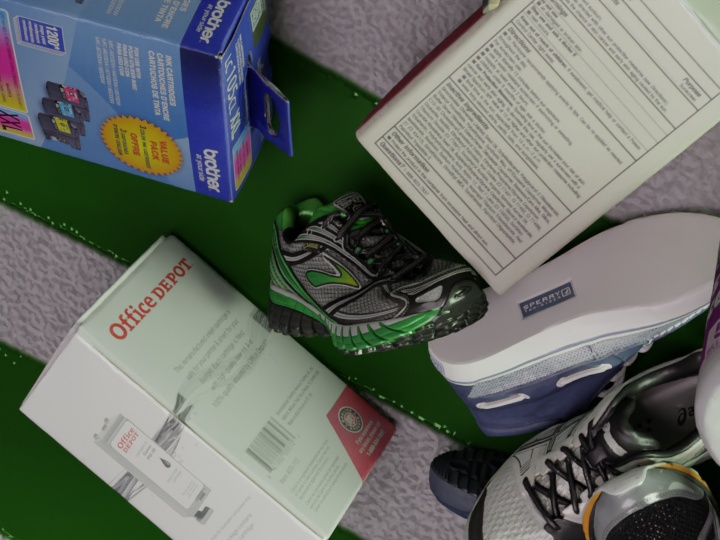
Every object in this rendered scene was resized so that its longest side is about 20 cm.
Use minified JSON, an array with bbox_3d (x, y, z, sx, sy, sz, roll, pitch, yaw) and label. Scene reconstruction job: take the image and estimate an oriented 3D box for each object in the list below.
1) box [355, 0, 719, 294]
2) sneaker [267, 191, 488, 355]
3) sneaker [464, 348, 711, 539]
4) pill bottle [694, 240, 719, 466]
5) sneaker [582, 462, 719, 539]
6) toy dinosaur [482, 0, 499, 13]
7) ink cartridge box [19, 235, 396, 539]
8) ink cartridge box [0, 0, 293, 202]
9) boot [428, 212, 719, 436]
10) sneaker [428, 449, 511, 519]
[{"bbox_3d":[0.117,-0.106,1.130,0.128,0.109,0.200,47,120,-5],"label":"box"},{"bbox_3d":[0.000,0.000,1.198,0.199,0.077,0.086,10,110,54],"label":"sneaker"},{"bbox_3d":[0.141,0.106,1.192,0.199,0.088,0.076,-36,70,0],"label":"sneaker"},{"bbox_3d":[0.243,0.016,1.081,0.111,0.201,0.113,9,133,10],"label":"pill bottle"},{"bbox_3d":[0.189,0.189,1.179,0.078,0.078,0.201,-25,128,7],"label":"sneaker"},{"bbox_3d":[0.072,-0.242,1.095,0.088,0.047,0.202,-28,67,19],"label":"toy dinosaur"},{"bbox_3d":[-0.093,0.092,1.275,0.200,0.147,0.083,40,122,-1],"label":"ink cartridge box"},{"bbox_3d":[-0.127,-0.124,1.202,0.198,0.077,0.137,14,146,11],"label":"ink cartridge box"},{"bbox_3d":[0.146,0.035,1.219,0.198,0.073,0.091,-19,137,15],"label":"boot"},{"bbox_3d":[0.130,0.180,1.280,0.198,0.070,0.083,21,117,11],"label":"sneaker"}]
